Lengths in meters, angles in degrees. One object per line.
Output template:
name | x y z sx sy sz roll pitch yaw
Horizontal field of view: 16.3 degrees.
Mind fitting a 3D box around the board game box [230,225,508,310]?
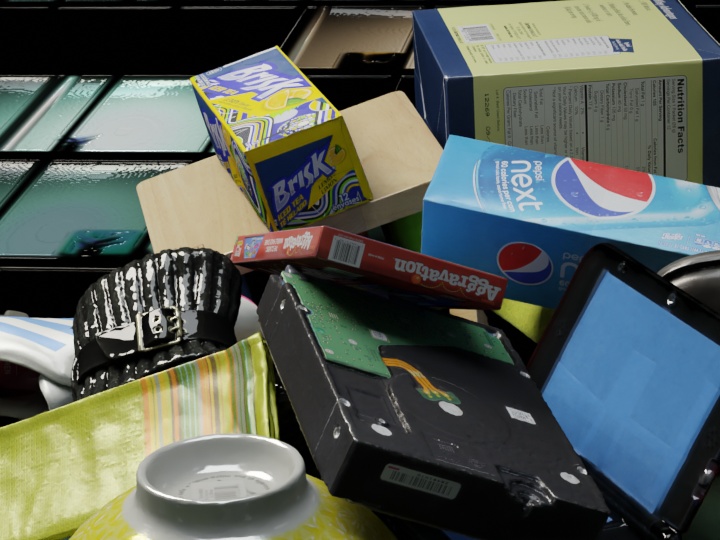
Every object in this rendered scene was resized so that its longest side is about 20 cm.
board game box | 0.000 0.000 1.364 0.103 0.019 0.200 17 -5 -14

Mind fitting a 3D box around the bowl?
bowl | -0.064 0.141 1.189 0.200 0.108 0.200 -2 20 1

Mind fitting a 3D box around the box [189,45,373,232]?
box | -0.055 -0.088 1.651 0.070 0.064 0.200 -21 21 -7

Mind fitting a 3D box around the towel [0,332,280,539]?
towel | -0.136 0.097 1.304 0.200 0.018 0.086 -19 45 11

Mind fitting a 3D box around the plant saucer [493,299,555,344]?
plant saucer | 0.189 0.002 1.581 0.200 0.048 0.200 -6 10 -10

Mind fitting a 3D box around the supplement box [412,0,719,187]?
supplement box | 0.149 -0.108 1.813 0.200 0.134 0.200 -4 20 -4

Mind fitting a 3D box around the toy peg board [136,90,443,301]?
toy peg board | -0.034 -0.020 1.689 0.199 0.098 0.200 -20 21 -3

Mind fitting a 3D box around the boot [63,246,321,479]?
boot | -0.068 0.055 1.386 0.211 0.079 0.158 -4 38 10

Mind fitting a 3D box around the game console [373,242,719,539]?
game console | 0.095 0.078 1.330 0.172 0.119 0.200 -10 21 -20

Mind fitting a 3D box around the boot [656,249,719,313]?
boot | 0.225 0.079 1.312 0.200 0.069 0.174 17 44 14

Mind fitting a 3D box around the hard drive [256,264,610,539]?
hard drive | 0.031 0.069 1.257 0.140 0.038 0.200 17 20 -21

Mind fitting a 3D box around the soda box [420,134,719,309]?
soda box | 0.139 -0.017 1.463 0.200 0.068 0.064 12 45 11

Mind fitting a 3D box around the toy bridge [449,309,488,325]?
toy bridge | -0.020 0.061 1.467 0.200 0.027 0.067 -14 -26 12

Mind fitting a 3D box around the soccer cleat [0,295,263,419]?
soccer cleat | -0.153 0.061 1.500 0.200 0.070 0.086 -7 36 -6
